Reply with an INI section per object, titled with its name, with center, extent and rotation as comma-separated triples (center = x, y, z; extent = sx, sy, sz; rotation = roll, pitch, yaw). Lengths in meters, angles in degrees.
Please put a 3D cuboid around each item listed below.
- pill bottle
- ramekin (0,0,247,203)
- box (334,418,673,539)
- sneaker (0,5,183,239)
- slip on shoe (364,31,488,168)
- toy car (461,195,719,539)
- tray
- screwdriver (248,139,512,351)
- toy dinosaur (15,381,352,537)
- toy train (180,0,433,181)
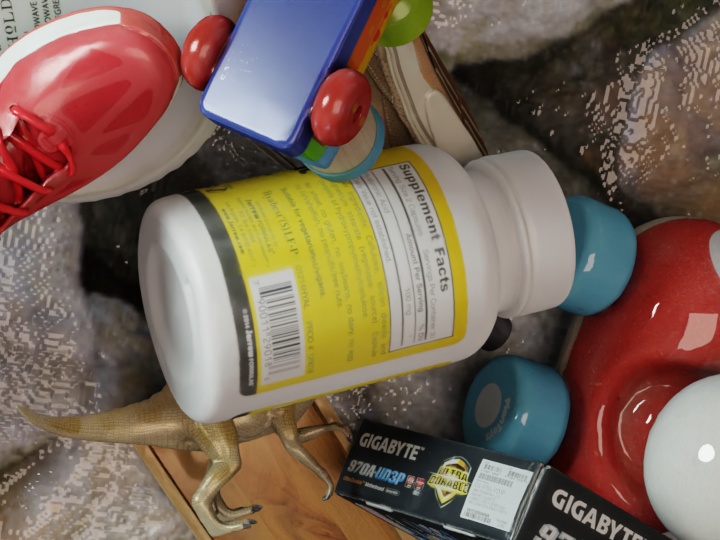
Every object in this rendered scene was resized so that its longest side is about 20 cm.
[pill bottle]
center = 0.000, 0.000, 1.023
extent = 0.199, 0.111, 0.112
rotation = -12, 106, -20
[ramekin]
center = -0.139, -0.123, 0.971
extent = 0.201, 0.094, 0.203
rotation = -1, 123, -2
[box]
center = 0.107, 0.148, 1.092
extent = 0.199, 0.159, 0.046
rotation = 32, 77, -31
[sneaker]
center = -0.160, -0.026, 0.907
extent = 0.200, 0.116, 0.078
rotation = -34, 120, 22
[slip on shoe]
center = 0.001, -0.117, 1.055
extent = 0.060, 0.076, 0.200
rotation = -23, 129, 10
[toy car]
center = 0.189, 0.075, 1.084
extent = 0.183, 0.200, 0.178
rotation = 19, 97, -28
[tray]
center = -0.035, 0.136, 1.132
extent = 0.098, 0.037, 0.201
rotation = -34, 111, -7
[screwdriver]
center = 0.003, -0.017, 1.112
extent = 0.199, 0.028, 0.029
rotation = 34, 121, -20
[toy dinosaur]
center = -0.074, 0.081, 1.070
extent = 0.199, 0.058, 0.102
rotation = -16, 92, -19
[toy train]
center = 0.006, -0.139, 0.941
extent = 0.084, 0.116, 0.201
rotation = 24, 86, 20
